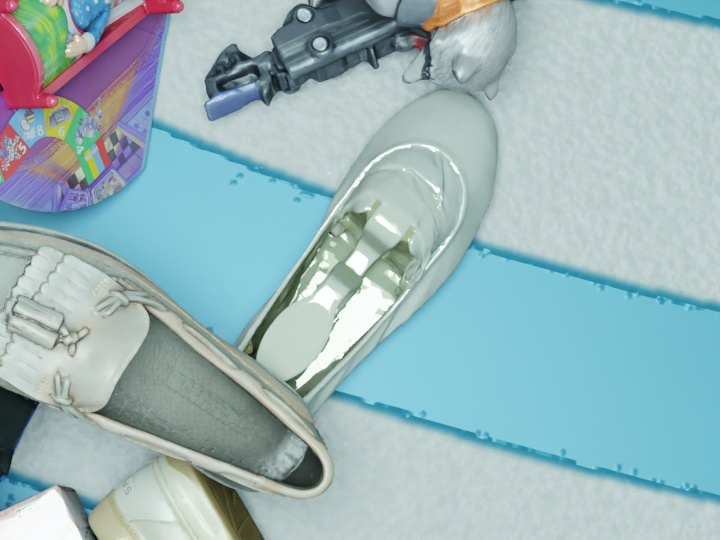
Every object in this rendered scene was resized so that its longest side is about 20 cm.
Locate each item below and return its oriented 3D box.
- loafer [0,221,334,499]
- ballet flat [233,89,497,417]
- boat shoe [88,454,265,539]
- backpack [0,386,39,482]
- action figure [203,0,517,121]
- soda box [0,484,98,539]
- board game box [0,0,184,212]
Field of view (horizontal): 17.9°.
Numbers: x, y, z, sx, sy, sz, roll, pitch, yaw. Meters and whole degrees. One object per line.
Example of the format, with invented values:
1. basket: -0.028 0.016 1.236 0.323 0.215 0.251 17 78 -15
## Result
1. loafer: -0.093 0.039 0.954 0.200 0.063 0.072 30 88 -27
2. ballet flat: 0.000 0.000 1.048 0.069 0.069 0.200 37 84 2
3. boat shoe: -0.055 0.177 1.032 0.069 0.074 0.200 -30 85 8
4. backpack: -0.242 0.019 0.994 0.200 0.168 0.163 29 84 -33
5. action figure: -0.002 -0.155 1.047 0.200 0.105 0.194 -32 76 -7
6. soda box: -0.208 0.169 1.028 0.200 0.064 0.068 -26 85 -3
7. board game box: -0.124 -0.126 1.015 0.039 0.158 0.200 3 81 37
